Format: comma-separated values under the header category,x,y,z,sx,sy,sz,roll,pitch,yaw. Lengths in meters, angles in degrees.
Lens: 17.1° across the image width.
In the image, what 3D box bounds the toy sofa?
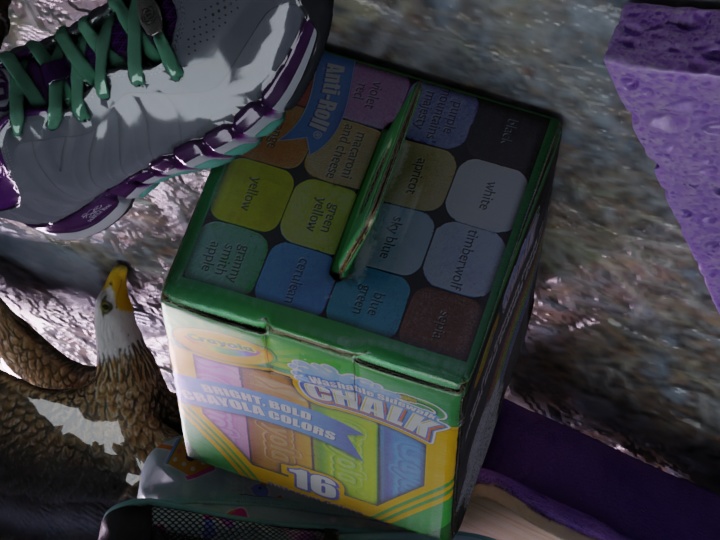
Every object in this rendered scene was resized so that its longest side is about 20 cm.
category,x,y,z,sx,sy,sz,roll,pitch,yaw
toy sofa,0.128,0.121,1.115,0.200,0.083,0.098,25,150,-7

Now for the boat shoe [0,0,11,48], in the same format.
category,x,y,z,sx,sy,sz,roll,pitch,yaw
boat shoe,-0.232,-0.102,0.906,0.199,0.073,0.072,1,154,0

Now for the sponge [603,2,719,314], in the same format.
category,x,y,z,sx,sy,sz,roll,pitch,yaw
sponge,0.169,-0.022,0.866,0.111,0.030,0.200,7,151,29

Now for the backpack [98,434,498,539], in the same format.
category,x,y,z,sx,sy,sz,roll,pitch,yaw
backpack,-0.022,0.166,1.043,0.199,0.154,0.176,12,143,-3

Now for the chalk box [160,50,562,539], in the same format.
category,x,y,z,sx,sy,sz,roll,pitch,yaw
chalk box,0.000,0.000,0.932,0.123,0.125,0.200,17,153,9

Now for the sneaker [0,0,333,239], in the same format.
category,x,y,z,sx,sy,sz,roll,pitch,yaw
sneaker,-0.093,-0.065,0.867,0.087,0.075,0.200,0,153,-42

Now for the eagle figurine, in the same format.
category,x,y,z,sx,sy,sz,roll,pitch,yaw
eagle figurine,-0.137,0.067,1.177,0.199,0.151,0.152,3,161,13
